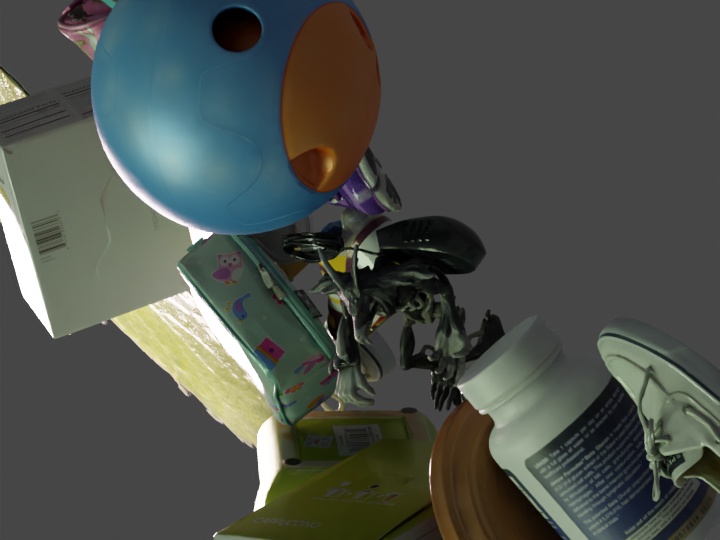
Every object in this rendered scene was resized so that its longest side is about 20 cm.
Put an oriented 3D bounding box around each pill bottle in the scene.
[{"bbox_3d":[0.166,0.133,1.573,0.200,0.111,0.111,49,164,-4],"label":"pill bottle"}]

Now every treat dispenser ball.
[{"bbox_3d":[-0.085,-0.125,1.459,0.201,0.201,0.201,43,163,16],"label":"treat dispenser ball"}]

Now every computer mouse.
[{"bbox_3d":[0.016,-0.024,1.647,0.199,0.034,0.059,3,161,39],"label":"computer mouse"}]

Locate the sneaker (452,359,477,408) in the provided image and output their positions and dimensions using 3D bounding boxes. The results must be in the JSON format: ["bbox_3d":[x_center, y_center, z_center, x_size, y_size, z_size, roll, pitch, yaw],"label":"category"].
[{"bbox_3d":[0.154,0.160,1.760,0.200,0.073,0.112,54,168,9],"label":"sneaker"}]

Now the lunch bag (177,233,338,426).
[{"bbox_3d":[-0.087,0.044,1.862,0.161,0.077,0.200,53,172,16],"label":"lunch bag"}]

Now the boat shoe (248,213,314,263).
[{"bbox_3d":[-0.098,-0.070,1.819,0.065,0.073,0.200,-86,-28,-49],"label":"boat shoe"}]

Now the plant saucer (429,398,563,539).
[{"bbox_3d":[0.142,0.179,1.626,0.200,0.200,0.032,49,136,-3],"label":"plant saucer"}]

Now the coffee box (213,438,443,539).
[{"bbox_3d":[0.036,0.265,1.705,0.199,0.200,0.199,-1,109,50],"label":"coffee box"}]

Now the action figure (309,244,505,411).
[{"bbox_3d":[0.037,0.051,1.633,0.119,0.102,0.200,-14,151,34],"label":"action figure"}]

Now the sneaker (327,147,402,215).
[{"bbox_3d":[-0.040,-0.069,1.684,0.200,0.083,0.081,19,148,57],"label":"sneaker"}]

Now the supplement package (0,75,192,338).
[{"bbox_3d":[-0.256,-0.066,1.997,0.111,0.155,0.201,-139,33,-59],"label":"supplement package"}]

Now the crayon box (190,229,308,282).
[{"bbox_3d":[-0.110,-0.039,1.996,0.127,0.051,0.200,49,165,-6],"label":"crayon box"}]

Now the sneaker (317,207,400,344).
[{"bbox_3d":[0.000,0.000,1.777,0.090,0.075,0.200,49,156,4],"label":"sneaker"}]

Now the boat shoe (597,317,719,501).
[{"bbox_3d":[0.222,0.118,1.435,0.202,0.086,0.075,41,163,23],"label":"boat shoe"}]

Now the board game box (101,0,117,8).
[{"bbox_3d":[-0.144,-0.222,1.662,0.200,0.047,0.151,40,163,26],"label":"board game box"}]

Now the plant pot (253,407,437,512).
[{"bbox_3d":[-0.006,0.234,1.931,0.200,0.198,0.182,-104,14,-72],"label":"plant pot"}]

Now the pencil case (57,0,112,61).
[{"bbox_3d":[-0.179,-0.160,1.840,0.200,0.083,0.087,57,-168,-31],"label":"pencil case"}]

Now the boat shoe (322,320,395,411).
[{"bbox_3d":[-0.033,0.093,2.013,0.075,0.086,0.202,49,164,-6],"label":"boat shoe"}]
